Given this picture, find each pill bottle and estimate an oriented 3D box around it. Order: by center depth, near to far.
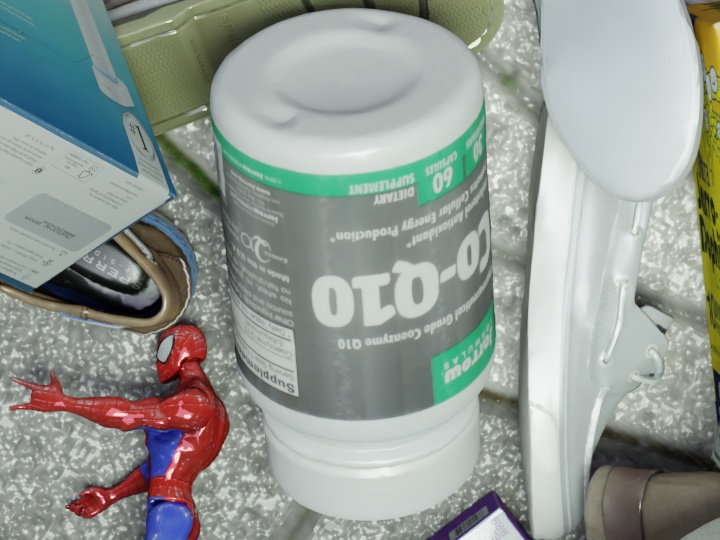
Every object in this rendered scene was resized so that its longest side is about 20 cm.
[{"bbox_3d":[0.000,0.000,1.268,0.113,0.113,0.200,-6,126,-1],"label":"pill bottle"}]

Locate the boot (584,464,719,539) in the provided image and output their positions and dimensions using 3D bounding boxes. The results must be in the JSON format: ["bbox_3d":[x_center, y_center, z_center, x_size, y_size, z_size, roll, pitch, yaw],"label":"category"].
[{"bbox_3d":[0.166,0.161,1.347,0.146,0.070,0.200,18,140,18],"label":"boot"}]

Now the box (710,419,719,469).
[{"bbox_3d":[0.223,0.000,1.230,0.116,0.060,0.201,10,97,-5],"label":"box"}]

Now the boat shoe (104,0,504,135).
[{"bbox_3d":[-0.039,-0.113,1.304,0.199,0.068,0.075,-11,121,-1],"label":"boat shoe"}]

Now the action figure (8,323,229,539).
[{"bbox_3d":[-0.110,0.120,1.333,0.099,0.065,0.201,4,76,10],"label":"action figure"}]

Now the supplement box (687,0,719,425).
[{"bbox_3d":[0.209,-0.021,1.312,0.109,0.109,0.201,-7,99,-2],"label":"supplement box"}]

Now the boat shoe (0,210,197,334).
[{"bbox_3d":[-0.164,-0.031,1.314,0.200,0.072,0.072,21,98,-5],"label":"boat shoe"}]

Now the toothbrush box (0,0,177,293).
[{"bbox_3d":[-0.173,-0.110,1.215,0.085,0.146,0.200,-31,63,18],"label":"toothbrush box"}]

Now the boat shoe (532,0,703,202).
[{"bbox_3d":[0.104,-0.127,1.304,0.071,0.070,0.200,-21,86,15],"label":"boat shoe"}]

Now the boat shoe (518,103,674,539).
[{"bbox_3d":[0.107,0.022,1.340,0.068,0.072,0.201,3,89,0],"label":"boat shoe"}]

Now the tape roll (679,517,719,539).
[{"bbox_3d":[0.177,0.197,1.221,0.202,0.037,0.203,-2,95,-29],"label":"tape roll"}]

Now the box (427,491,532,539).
[{"bbox_3d":[0.024,0.217,1.377,0.200,0.039,0.137,-37,98,3],"label":"box"}]
